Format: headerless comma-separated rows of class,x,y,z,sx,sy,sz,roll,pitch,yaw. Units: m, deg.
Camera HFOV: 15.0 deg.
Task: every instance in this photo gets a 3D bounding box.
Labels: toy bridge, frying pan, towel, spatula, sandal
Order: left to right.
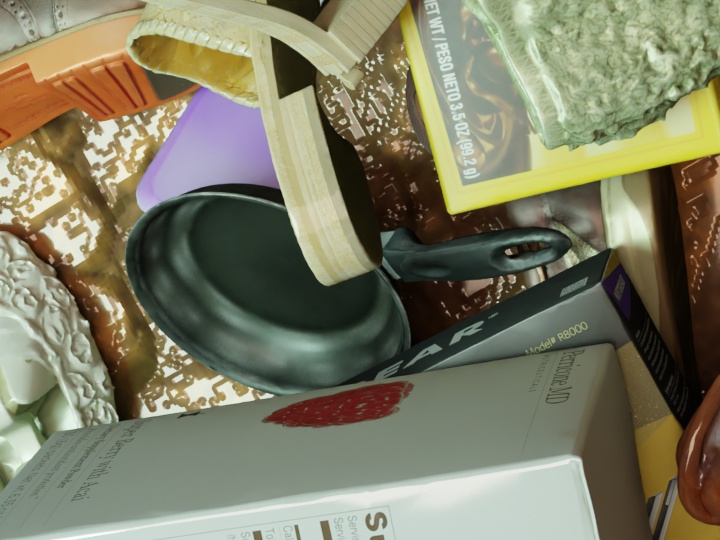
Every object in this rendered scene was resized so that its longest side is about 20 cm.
toy bridge,-0.071,-0.127,0.893,0.200,0.027,0.067,43,74,-18
sandal,-0.050,-0.082,0.981,0.070,0.078,0.212,-20,59,10
spatula,-0.020,-0.101,1.048,0.057,0.021,0.200,29,101,12
frying pan,-0.015,-0.009,1.004,0.115,0.031,0.190,34,141,-13
towel,0.114,-0.142,0.894,0.200,0.036,0.148,-32,101,-7

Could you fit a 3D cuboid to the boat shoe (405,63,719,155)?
boat shoe,0.113,-0.094,0.992,0.200,0.072,0.076,-21,77,21

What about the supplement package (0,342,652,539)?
supplement package,-0.009,0.108,0.881,0.200,0.121,0.120,-10,103,12

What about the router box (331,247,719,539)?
router box,0.038,0.107,0.964,0.200,0.052,0.157,-28,98,16

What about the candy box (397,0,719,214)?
candy box,0.055,-0.127,0.932,0.102,0.026,0.200,-13,98,12

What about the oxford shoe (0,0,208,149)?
oxford shoe,-0.153,-0.088,1.068,0.200,0.071,0.073,-12,71,12

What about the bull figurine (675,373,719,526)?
bull figurine,0.191,0.056,0.930,0.065,0.200,0.121,39,110,44

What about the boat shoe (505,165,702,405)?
boat shoe,0.086,0.053,1.003,0.072,0.072,0.200,-3,111,13

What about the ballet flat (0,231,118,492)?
ballet flat,-0.125,0.073,1.071,0.072,0.072,0.200,-25,89,15
